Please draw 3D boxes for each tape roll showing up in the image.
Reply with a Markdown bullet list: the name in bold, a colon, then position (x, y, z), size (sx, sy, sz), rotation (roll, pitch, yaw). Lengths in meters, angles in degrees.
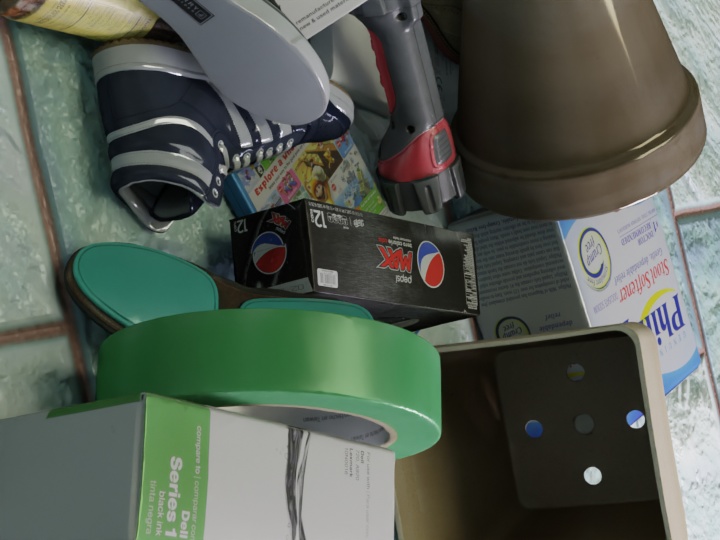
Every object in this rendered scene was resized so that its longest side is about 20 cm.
- **tape roll**: position (-0.053, 0.073, 0.942), size (0.200, 0.200, 0.048), rotation (22, 62, -49)

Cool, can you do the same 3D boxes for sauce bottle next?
- **sauce bottle**: position (-0.148, -0.172, 1.012), size (0.200, 0.066, 0.066), rotation (3, 76, -55)

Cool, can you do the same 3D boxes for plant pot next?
- **plant pot**: position (0.144, 0.134, 1.203), size (0.177, 0.199, 0.201), rotation (-19, 100, -66)
- **plant pot**: position (0.154, -0.164, 1.231), size (0.200, 0.199, 0.174), rotation (-57, 141, -46)

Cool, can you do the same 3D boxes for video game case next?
- **video game case**: position (-0.020, -0.018, 1.175), size (0.200, 0.018, 0.143), rotation (63, 38, -19)

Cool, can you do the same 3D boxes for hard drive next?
- **hard drive**: position (0.029, -0.184, 1.289), size (0.200, 0.027, 0.132), rotation (17, 66, -51)

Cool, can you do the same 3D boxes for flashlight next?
- **flashlight**: position (0.026, -0.141, 1.199), size (0.068, 0.067, 0.201), rotation (-102, 175, -63)

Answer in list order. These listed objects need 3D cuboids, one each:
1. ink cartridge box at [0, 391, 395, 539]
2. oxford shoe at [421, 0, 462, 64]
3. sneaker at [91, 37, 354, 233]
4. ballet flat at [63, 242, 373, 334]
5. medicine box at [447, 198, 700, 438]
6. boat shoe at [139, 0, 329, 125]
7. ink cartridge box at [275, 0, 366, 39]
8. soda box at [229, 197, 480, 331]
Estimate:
- **ink cartridge box**: position (-0.095, 0.131, 0.902), size (0.200, 0.146, 0.085), rotation (20, 65, -45)
- **oxford shoe**: position (0.089, -0.215, 1.294), size (0.200, 0.075, 0.071), rotation (25, 60, -48)
- **sneaker**: position (-0.083, -0.077, 1.053), size (0.200, 0.070, 0.109), rotation (8, 69, -41)
- **ballet flat**: position (-0.088, 0.038, 0.999), size (0.199, 0.068, 0.068), rotation (16, 58, -13)
- **medicine box**: position (0.185, 0.022, 1.369), size (0.182, 0.103, 0.201), rotation (-27, 100, -54)
- **boat shoe**: position (-0.085, -0.167, 0.982), size (0.200, 0.068, 0.057), rotation (42, 44, -34)
- **ink cartridge box**: position (-0.080, -0.262, 1.069), size (0.200, 0.084, 0.146), rotation (54, 9, -26)
- **soda box**: position (0.000, 0.000, 1.118), size (0.200, 0.071, 0.064), rotation (10, 70, -53)
